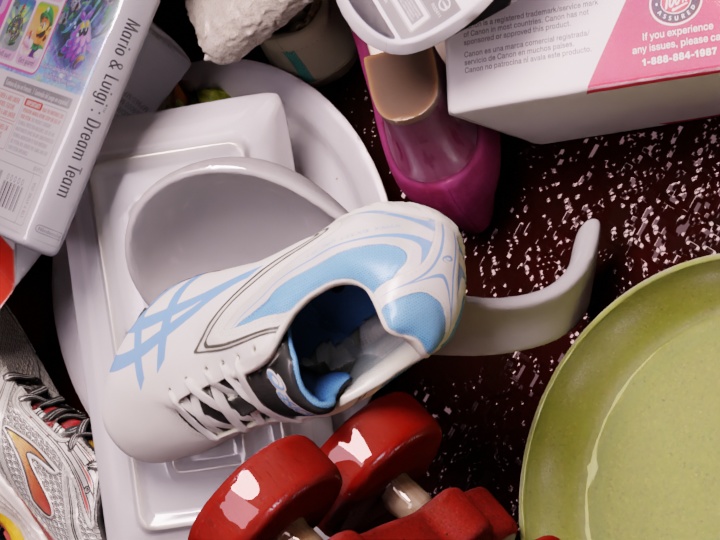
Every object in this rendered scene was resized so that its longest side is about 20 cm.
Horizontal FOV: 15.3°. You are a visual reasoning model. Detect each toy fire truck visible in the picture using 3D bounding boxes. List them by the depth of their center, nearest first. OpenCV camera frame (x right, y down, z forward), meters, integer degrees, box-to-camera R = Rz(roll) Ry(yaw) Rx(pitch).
[{"bbox_3d":[-0.014,0.153,1.065,0.112,0.200,0.168,43,117,18],"label":"toy fire truck"}]

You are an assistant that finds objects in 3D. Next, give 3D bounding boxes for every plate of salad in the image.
[{"bbox_3d":[-0.070,0.003,1.216,0.199,0.048,0.202,-1,89,33],"label":"plate of salad"}]

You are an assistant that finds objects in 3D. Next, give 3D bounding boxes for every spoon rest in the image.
[{"bbox_3d":[0.000,0.000,1.114,0.199,0.100,0.061,5,39,1],"label":"spoon rest"}]

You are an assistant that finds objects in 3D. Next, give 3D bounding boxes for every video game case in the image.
[{"bbox_3d":[-0.153,-0.113,1.202,0.200,0.024,0.183,21,89,55],"label":"video game case"}]

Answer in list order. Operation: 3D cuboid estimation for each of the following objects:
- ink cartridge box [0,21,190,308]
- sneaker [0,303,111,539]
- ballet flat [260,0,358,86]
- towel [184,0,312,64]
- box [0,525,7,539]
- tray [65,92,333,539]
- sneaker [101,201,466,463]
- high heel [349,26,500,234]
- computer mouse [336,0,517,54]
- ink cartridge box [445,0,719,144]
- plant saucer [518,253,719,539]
[{"bbox_3d":[-0.185,-0.060,1.255,0.200,0.047,0.160,-50,38,1],"label":"ink cartridge box"},{"bbox_3d":[-0.131,0.090,1.233,0.082,0.078,0.201,-39,75,27],"label":"sneaker"},{"bbox_3d":[-0.041,-0.183,1.226,0.069,0.069,0.201,-22,71,28],"label":"ballet flat"},{"bbox_3d":[-0.045,-0.200,1.172,0.132,0.034,0.201,-36,59,27],"label":"towel"},{"bbox_3d":[-0.283,0.155,1.248,0.123,0.200,0.199,38,104,30],"label":"box"},{"bbox_3d":[-0.072,0.028,1.167,0.107,0.022,0.201,-8,89,6],"label":"tray"},{"bbox_3d":[-0.039,0.036,1.081,0.200,0.072,0.073,-29,28,38],"label":"sneaker"},{"bbox_3d":[0.025,-0.114,1.193,0.067,0.096,0.201,-11,54,15],"label":"high heel"},{"bbox_3d":[0.074,-0.159,1.063,0.200,0.044,0.110,-35,74,19],"label":"computer mouse"},{"bbox_3d":[0.112,-0.166,1.114,0.144,0.084,0.201,-7,80,31],"label":"ink cartridge box"},{"bbox_3d":[0.157,0.094,1.077,0.199,0.031,0.201,-5,80,33],"label":"plant saucer"}]
